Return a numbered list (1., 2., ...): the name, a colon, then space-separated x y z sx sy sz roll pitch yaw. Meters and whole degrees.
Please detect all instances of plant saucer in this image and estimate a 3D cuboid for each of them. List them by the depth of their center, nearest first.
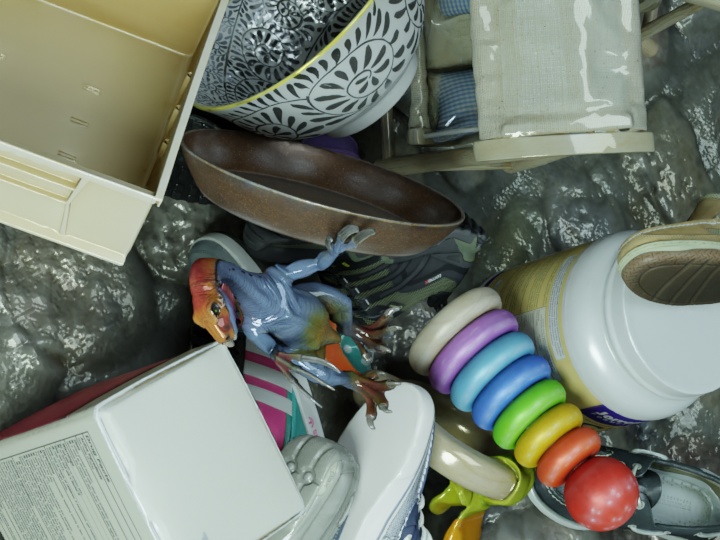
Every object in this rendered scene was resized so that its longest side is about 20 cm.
1. plant saucer: -0.029 -0.050 1.432 0.200 0.200 0.034 9 104 -32

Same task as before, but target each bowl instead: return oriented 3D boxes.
1. bowl: -0.021 -0.158 1.507 0.094 0.201 0.201 47 57 -28

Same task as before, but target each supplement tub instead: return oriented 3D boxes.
1. supplement tub: 0.184 0.050 1.623 0.145 0.200 0.145 9 74 -32

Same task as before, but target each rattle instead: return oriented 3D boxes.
1. rattle: 0.021 0.140 1.597 0.200 0.143 0.130 29 30 -9

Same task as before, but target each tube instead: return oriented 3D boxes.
1. tube: -0.259 -0.075 1.449 0.200 0.052 0.058 -53 131 -34

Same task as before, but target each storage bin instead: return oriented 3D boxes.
1. storage bin: -0.211 -0.135 1.421 0.199 0.094 0.200 20 55 -9

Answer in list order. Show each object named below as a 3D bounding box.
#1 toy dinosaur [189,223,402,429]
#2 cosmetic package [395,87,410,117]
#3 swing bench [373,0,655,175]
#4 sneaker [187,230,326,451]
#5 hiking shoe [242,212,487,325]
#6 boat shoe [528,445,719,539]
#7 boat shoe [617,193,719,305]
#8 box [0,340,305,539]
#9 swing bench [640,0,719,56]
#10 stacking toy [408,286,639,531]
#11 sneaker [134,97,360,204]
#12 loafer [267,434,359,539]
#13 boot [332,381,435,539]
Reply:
1. toy dinosaur: -0.055 0.042 1.377 0.181 0.200 0.105 24 65 -30
2. cosmetic package: 0.022 -0.207 1.656 0.200 0.074 0.102 36 62 -23
3. swing bench: 0.105 -0.175 1.539 0.130 0.200 0.199 -3 88 -28
4. sneaker: -0.106 0.079 1.497 0.121 0.084 0.200 -22 93 -45
5. hiking shoe: 0.000 0.000 1.544 0.200 0.076 0.101 3 116 -32
6. boat shoe: 0.225 0.177 1.705 0.200 0.060 0.076 10 73 -32
7. boat shoe: 0.257 -0.019 1.534 0.200 0.072 0.076 5 61 -41
8. box: -0.150 0.138 1.376 0.109 0.200 0.128 -29 95 -36
9. swing bench: 0.216 -0.319 1.776 0.200 0.130 0.199 22 68 -22
10. stacking toy: 0.129 0.107 1.544 0.085 0.085 0.200 -30 68 -35
11. sneaker: -0.094 -0.096 1.567 0.200 0.076 0.088 17 40 -22
12. loafer: -0.065 0.208 1.472 0.200 0.070 0.070 -54 145 0
13. boot: 0.019 0.180 1.530 0.090 0.073 0.200 21 98 -43
